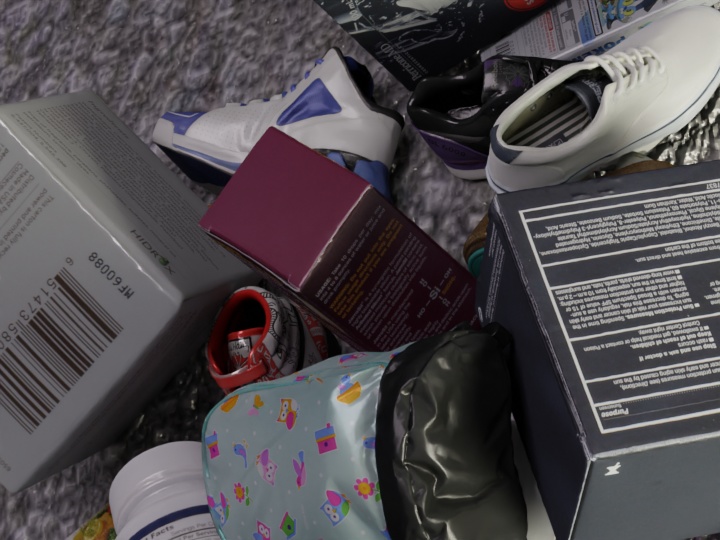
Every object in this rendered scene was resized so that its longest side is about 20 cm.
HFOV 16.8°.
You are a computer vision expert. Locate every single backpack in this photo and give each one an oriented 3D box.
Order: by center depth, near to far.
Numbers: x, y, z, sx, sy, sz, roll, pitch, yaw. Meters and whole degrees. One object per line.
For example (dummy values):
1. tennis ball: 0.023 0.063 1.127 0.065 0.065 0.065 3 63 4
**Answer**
1. backpack: -0.001 0.117 1.493 0.200 0.126 0.168 -9 80 48

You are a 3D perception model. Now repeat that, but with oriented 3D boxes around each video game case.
1. video game case: 0.160 -0.240 1.778 0.182 0.022 0.201 -23 54 22

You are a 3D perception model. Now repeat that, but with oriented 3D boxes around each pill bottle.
1. pill bottle: -0.101 0.214 1.592 0.120 0.120 0.200 -35 44 13

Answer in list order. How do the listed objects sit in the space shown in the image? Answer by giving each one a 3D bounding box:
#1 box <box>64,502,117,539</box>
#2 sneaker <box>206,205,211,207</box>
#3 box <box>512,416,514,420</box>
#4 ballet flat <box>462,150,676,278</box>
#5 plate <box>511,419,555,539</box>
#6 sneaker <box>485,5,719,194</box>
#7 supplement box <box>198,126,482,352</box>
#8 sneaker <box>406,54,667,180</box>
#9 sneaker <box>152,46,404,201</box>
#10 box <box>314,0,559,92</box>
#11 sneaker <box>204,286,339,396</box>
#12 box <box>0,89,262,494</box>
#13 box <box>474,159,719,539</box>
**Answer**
1. box: -0.207 0.223 1.761 0.200 0.041 0.039 -41 49 10
2. sneaker: -0.142 0.000 1.831 0.199 0.076 0.092 -6 87 25
3. box: 0.136 0.173 1.556 0.136 0.039 0.201 3 67 36
4. ballet flat: 0.162 -0.042 1.650 0.199 0.068 0.072 -18 37 30
5. plate: 0.052 0.184 1.561 0.200 0.032 0.200 -17 52 54
6. sneaker: 0.169 -0.115 1.610 0.200 0.071 0.073 -38 69 -13
7. supplement box: 0.000 0.000 1.635 0.110 0.200 0.086 32 85 41
8. sneaker: 0.126 -0.114 1.687 0.199 0.088 0.076 -12 59 28
9. sneaker: -0.045 -0.107 1.814 0.199 0.081 0.115 11 68 31
10. box: 0.049 -0.251 1.713 0.182 0.200 0.104 -30 52 18
11. sneaker: -0.067 0.111 1.682 0.067 0.108 0.202 -12 60 29
12. box: -0.217 0.010 1.731 0.200 0.171 0.199 46 109 8
13. box: 0.192 0.051 1.476 0.199 0.123 0.199 -9 52 -11
